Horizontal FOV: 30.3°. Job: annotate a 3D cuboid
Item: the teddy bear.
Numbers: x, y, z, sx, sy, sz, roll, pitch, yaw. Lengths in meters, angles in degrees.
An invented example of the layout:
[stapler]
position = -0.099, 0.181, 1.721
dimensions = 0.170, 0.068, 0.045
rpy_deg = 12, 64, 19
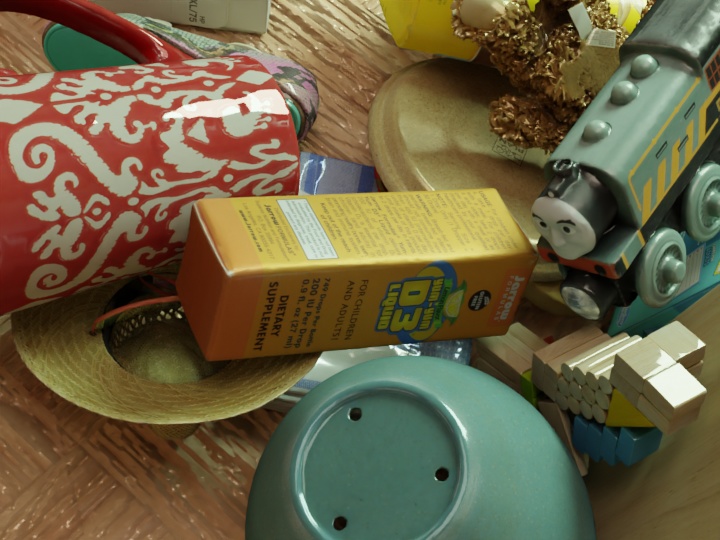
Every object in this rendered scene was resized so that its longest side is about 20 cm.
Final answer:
[teddy bear]
position = 0.143, -0.132, 0.862
dimensions = 0.198, 0.067, 0.147
rpy_deg = 29, 87, -18

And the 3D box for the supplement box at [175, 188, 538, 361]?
[supplement box]
position = 0.000, 0.000, 0.757
dimensions = 0.197, 0.067, 0.069
rpy_deg = -6, 42, -28

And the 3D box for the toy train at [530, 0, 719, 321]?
[toy train]
position = 0.169, -0.069, 0.775
dimensions = 0.085, 0.115, 0.201
rpy_deg = 17, 60, 45

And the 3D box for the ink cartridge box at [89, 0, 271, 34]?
[ink cartridge box]
position = -0.124, -0.306, 0.990
dimensions = 0.143, 0.148, 0.203
rpy_deg = 7, 56, -3

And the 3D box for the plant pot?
[plant pot]
position = 0.022, 0.126, 0.701
dimensions = 0.197, 0.135, 0.203
rpy_deg = -6, 62, 10

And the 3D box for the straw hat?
[straw hat]
position = -0.112, 0.049, 0.798
dimensions = 0.197, 0.086, 0.203
rpy_deg = 5, 39, -4

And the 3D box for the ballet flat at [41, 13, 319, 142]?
[ballet flat]
position = -0.123, -0.143, 0.940
dimensions = 0.197, 0.070, 0.072
rpy_deg = 16, 38, -2

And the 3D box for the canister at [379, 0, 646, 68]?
[canister]
position = 0.119, -0.192, 0.943
dimensions = 0.197, 0.088, 0.149
rpy_deg = 10, 30, -14

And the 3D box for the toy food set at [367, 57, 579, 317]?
[toy food set]
position = 0.094, -0.069, 0.909
dimensions = 0.197, 0.049, 0.200
rpy_deg = 17, 48, -12

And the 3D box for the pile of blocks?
[pile of blocks]
position = 0.142, 0.070, 0.765
dimensions = 0.061, 0.199, 0.083
rpy_deg = -22, 99, -24

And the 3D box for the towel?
[towel]
position = 0.007, 0.013, 0.874
dimensions = 0.144, 0.024, 0.202
rpy_deg = 13, 56, 0

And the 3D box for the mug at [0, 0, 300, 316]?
[mug]
position = -0.145, -0.075, 0.746
dimensions = 0.198, 0.181, 0.133
rpy_deg = -14, 16, -30

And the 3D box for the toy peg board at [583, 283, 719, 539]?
[toy peg board]
position = 0.201, 0.128, 0.734
dimensions = 0.097, 0.200, 0.201
rpy_deg = 25, 55, -11

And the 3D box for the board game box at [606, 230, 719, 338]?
[board game box]
position = 0.249, -0.032, 0.829
dimensions = 0.047, 0.200, 0.152
rpy_deg = 35, 56, -14
